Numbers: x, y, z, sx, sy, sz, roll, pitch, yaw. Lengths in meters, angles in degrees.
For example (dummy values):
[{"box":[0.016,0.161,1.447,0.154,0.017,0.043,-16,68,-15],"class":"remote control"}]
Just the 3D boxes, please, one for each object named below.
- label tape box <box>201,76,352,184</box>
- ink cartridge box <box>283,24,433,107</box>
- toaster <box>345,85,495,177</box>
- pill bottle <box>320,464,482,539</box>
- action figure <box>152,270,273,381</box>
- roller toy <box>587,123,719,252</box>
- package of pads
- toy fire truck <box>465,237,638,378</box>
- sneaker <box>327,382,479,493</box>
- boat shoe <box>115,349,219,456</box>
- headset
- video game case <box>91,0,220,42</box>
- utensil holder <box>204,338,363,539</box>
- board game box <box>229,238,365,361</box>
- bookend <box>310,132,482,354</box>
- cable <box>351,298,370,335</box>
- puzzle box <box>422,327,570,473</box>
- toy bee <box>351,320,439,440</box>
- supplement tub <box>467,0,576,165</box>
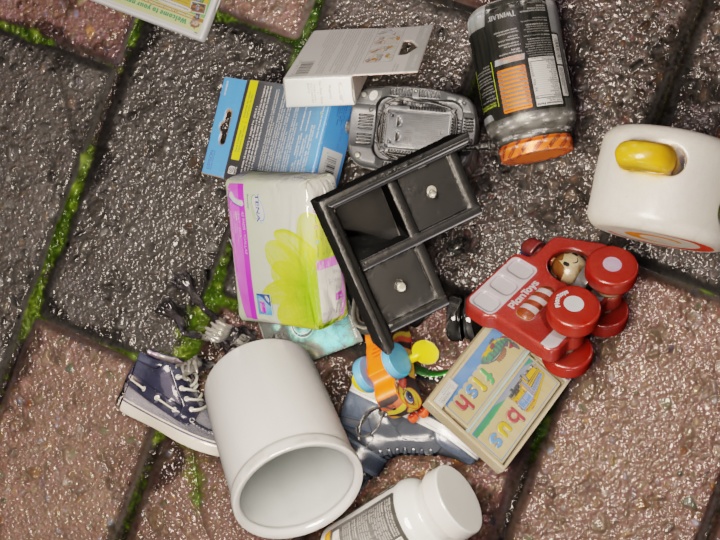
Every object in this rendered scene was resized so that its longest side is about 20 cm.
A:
[{"box":[-0.113,-0.180,1.543,0.199,0.063,0.146,15,91,35],"class":"label tape box"},{"box":[0.003,-0.271,1.471,0.172,0.200,0.044,0,119,11],"class":"ink cartridge box"},{"box":[0.084,-0.176,1.481,0.198,0.129,0.115,5,89,11],"class":"toaster"},{"box":[0.052,0.339,1.446,0.199,0.116,0.117,-36,81,25],"class":"pill bottle"},{"box":[-0.201,0.101,1.531,0.200,0.102,0.119,44,113,14],"class":"action figure"},{"box":[0.380,-0.108,1.394,0.198,0.182,0.141,13,89,-14],"class":"roller toy"},{"box":[-0.095,-0.028,1.460,0.153,0.068,0.202,5,106,38],"class":"package of pads"},{"box":[0.253,0.026,1.439,0.167,0.113,0.200,33,60,27],"class":"toy fire truck"},{"box":[0.048,0.250,1.488,0.201,0.077,0.147,24,81,20],"class":"sneaker"},{"box":[-0.241,0.182,1.553,0.198,0.075,0.094,22,99,12],"class":"boat shoe"},{"box":[0.106,0.054,1.485,0.122,0.094,0.202,19,102,10],"class":"headset"},{"box":[-0.282,-0.448,1.617,0.198,0.022,0.184,22,91,10],"class":"video game case"},{"box":[-0.104,0.211,1.442,0.169,0.170,0.201,-34,42,7],"class":"utensil holder"},{"box":[-0.088,0.027,1.555,0.134,0.028,0.202,-21,84,8],"class":"board game box"},{"box":[0.070,-0.035,1.361,0.197,0.092,0.202,-24,99,-6],"class":"bookend"},{"box":[0.000,0.000,1.484,0.096,0.051,0.201,-7,41,20],"class":"cable"},{"box":[0.187,0.143,1.444,0.133,0.025,0.200,41,66,0],"class":"puzzle box"},{"box":[0.040,0.146,1.443,0.130,0.109,0.201,-8,53,46],"class":"toy bee"},{"box":[0.213,-0.246,1.463,0.121,0.122,0.202,-10,86,10],"class":"supplement tub"}]
